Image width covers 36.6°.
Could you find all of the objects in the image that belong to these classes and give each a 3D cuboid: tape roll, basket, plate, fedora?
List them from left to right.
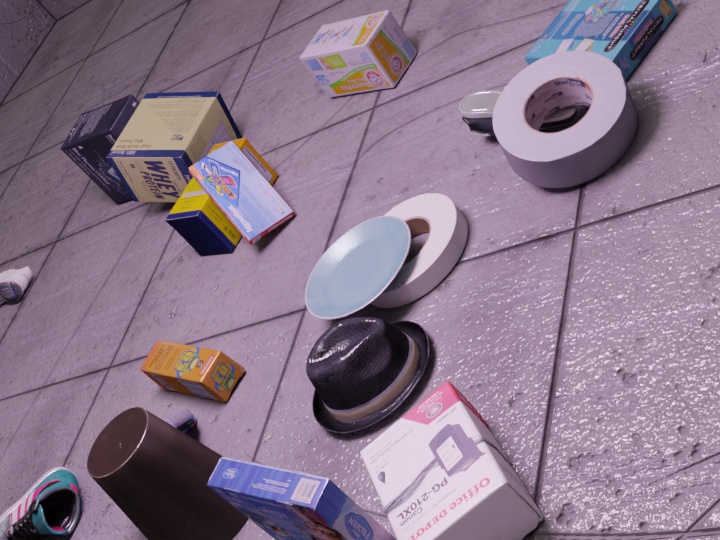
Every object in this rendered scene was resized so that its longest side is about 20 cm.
[{"bbox_3d":[-0.272,0.294,1.515,0.180,0.200,0.136,-37,32,10],"label":"basket"},{"bbox_3d":[-0.004,0.127,1.514,0.199,0.092,0.202,-29,35,22],"label":"fedora"},{"bbox_3d":[0.000,0.000,1.657,0.199,0.026,0.202,-29,35,23],"label":"plate"},{"bbox_3d":[0.073,-0.032,1.671,0.201,0.037,0.204,-30,34,22],"label":"tape roll"},{"bbox_3d":[0.293,-0.219,1.571,0.198,0.066,0.202,-16,52,21],"label":"tape roll"}]

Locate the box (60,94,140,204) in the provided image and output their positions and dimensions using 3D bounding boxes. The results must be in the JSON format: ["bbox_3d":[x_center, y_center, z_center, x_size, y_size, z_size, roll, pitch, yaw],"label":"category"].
[{"bbox_3d":[-0.539,-0.272,2.485,0.198,0.197,0.118,-11,44,40],"label":"box"}]

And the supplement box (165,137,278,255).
[{"bbox_3d":[-0.267,-0.142,2.112,0.109,0.109,0.201,-4,48,45],"label":"supplement box"}]

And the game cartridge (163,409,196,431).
[{"bbox_3d":[-0.318,0.271,1.661,0.129,0.039,0.200,-38,-3,2],"label":"game cartridge"}]

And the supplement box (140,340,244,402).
[{"bbox_3d":[-0.280,0.165,1.805,0.199,0.069,0.067,4,56,47],"label":"supplement box"}]

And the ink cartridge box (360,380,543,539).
[{"bbox_3d":[0.100,0.248,1.263,0.144,0.084,0.200,-40,32,6],"label":"ink cartridge box"}]

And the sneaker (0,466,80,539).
[{"bbox_3d":[-0.527,0.417,1.773,0.201,0.084,0.120,-52,23,-16],"label":"sneaker"}]

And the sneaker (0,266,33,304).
[{"bbox_3d":[-0.855,0.039,2.607,0.198,0.075,0.087,-7,34,35],"label":"sneaker"}]

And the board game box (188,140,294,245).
[{"bbox_3d":[-0.221,-0.146,2.017,0.102,0.020,0.200,-33,66,-19],"label":"board game box"}]

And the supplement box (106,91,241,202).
[{"bbox_3d":[-0.394,-0.263,2.324,0.197,0.135,0.201,2,51,26],"label":"supplement box"}]

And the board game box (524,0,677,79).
[{"bbox_3d":[0.377,-0.371,1.724,0.151,0.047,0.199,-51,33,-13],"label":"board game box"}]

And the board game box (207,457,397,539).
[{"bbox_3d":[-0.051,0.297,1.266,0.199,0.199,0.044,-1,52,48],"label":"board game box"}]

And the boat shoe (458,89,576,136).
[{"bbox_3d":[0.251,-0.243,1.700,0.198,0.061,0.076,12,57,37],"label":"boat shoe"}]

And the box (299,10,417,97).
[{"bbox_3d":[-0.005,-0.425,2.149,0.199,0.113,0.102,1,50,48],"label":"box"}]
